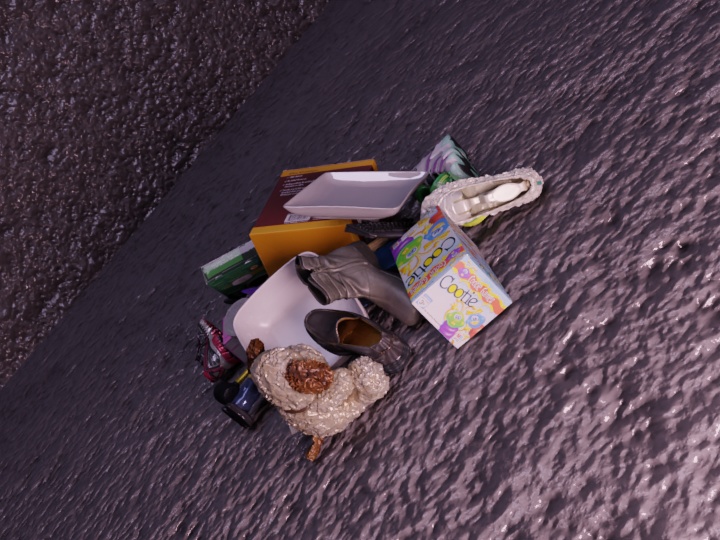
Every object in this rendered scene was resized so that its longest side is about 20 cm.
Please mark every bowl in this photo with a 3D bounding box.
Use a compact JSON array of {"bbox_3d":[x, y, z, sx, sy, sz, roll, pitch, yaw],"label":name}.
[{"bbox_3d":[-0.088,0.093,1.502,0.200,0.075,0.200,-43,61,6],"label":"bowl"}]

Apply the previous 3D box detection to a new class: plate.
[{"bbox_3d":[-0.002,-0.125,1.539,0.199,0.032,0.200,1,23,20],"label":"plate"}]

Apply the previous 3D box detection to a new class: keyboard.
[{"bbox_3d":[0.063,-0.070,1.478,0.127,0.200,0.021,16,104,53],"label":"keyboard"}]

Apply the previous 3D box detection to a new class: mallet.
[{"bbox_3d":[-0.188,0.171,1.684,0.200,0.041,0.066,-46,21,-11],"label":"mallet"}]

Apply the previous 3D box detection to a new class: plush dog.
[{"bbox_3d":[-0.087,0.167,1.305,0.200,0.172,0.161,7,63,44],"label":"plush dog"}]

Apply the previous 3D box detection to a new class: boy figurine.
[{"bbox_3d":[-0.160,0.175,1.583,0.200,0.064,0.124,-53,4,-24],"label":"boy figurine"}]

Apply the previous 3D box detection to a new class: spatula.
[{"bbox_3d":[-0.222,0.050,1.768,0.056,0.021,0.200,-11,-4,-32],"label":"spatula"}]

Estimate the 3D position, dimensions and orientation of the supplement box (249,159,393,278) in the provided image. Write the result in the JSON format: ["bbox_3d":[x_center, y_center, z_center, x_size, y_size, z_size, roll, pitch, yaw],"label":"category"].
[{"bbox_3d":[-0.067,-0.086,1.695,0.197,0.133,0.200,-5,39,23],"label":"supplement box"}]

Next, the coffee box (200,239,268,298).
[{"bbox_3d":[-0.227,0.007,1.830,0.123,0.044,0.200,-27,-19,6],"label":"coffee box"}]

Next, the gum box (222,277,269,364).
[{"bbox_3d":[-0.184,0.081,1.784,0.200,0.066,0.114,-42,23,9],"label":"gum box"}]

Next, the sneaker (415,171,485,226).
[{"bbox_3d":[0.158,-0.120,1.511,0.200,0.084,0.074,-8,42,55],"label":"sneaker"}]

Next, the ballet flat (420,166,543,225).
[{"bbox_3d":[0.181,-0.112,1.403,0.200,0.072,0.072,-18,29,13],"label":"ballet flat"}]

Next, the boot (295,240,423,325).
[{"bbox_3d":[-0.007,0.034,1.405,0.130,0.068,0.200,-19,46,-35],"label":"boot"}]

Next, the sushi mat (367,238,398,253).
[{"bbox_3d":[0.000,0.000,1.580,0.200,0.096,0.012,-33,56,27],"label":"sushi mat"}]

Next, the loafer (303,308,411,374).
[{"bbox_3d":[-0.015,0.090,1.375,0.200,0.072,0.073,14,66,39],"label":"loafer"}]

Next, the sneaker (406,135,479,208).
[{"bbox_3d":[0.135,-0.159,1.644,0.140,0.078,0.200,-41,13,14],"label":"sneaker"}]

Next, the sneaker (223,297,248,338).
[{"bbox_3d":[-0.169,0.086,1.670,0.200,0.079,0.079,-19,59,46],"label":"sneaker"}]

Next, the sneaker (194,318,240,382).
[{"bbox_3d":[-0.303,0.157,1.845,0.075,0.081,0.200,-48,23,-2],"label":"sneaker"}]

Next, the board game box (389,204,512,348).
[{"bbox_3d":[0.125,0.005,1.326,0.103,0.105,0.200,-42,22,10],"label":"board game box"}]

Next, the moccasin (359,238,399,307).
[{"bbox_3d":[0.044,0.005,1.518,0.200,0.068,0.081,-29,29,43],"label":"moccasin"}]
